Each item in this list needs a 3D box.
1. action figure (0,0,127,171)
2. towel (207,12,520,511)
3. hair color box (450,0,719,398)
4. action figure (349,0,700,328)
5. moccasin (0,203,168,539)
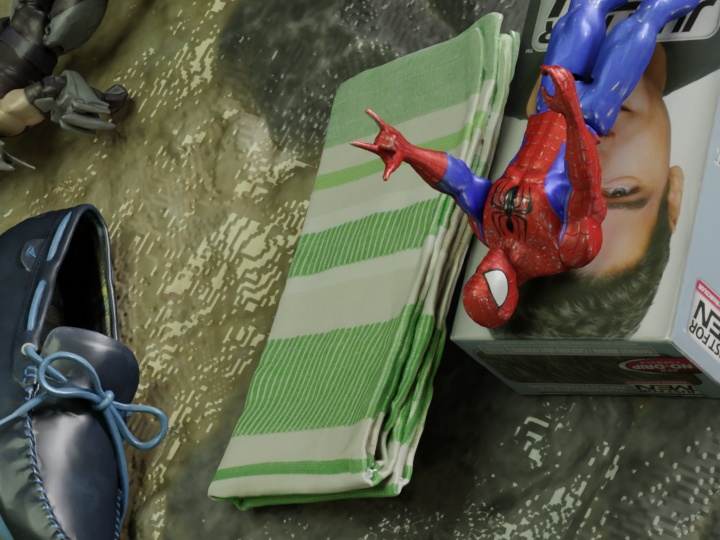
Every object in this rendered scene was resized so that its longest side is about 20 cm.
[{"bbox_3d":[-0.155,-0.121,1.170,0.130,0.069,0.200,33,91,36],"label":"action figure"},{"bbox_3d":[0.000,0.000,0.976,0.152,0.023,0.201,-16,55,60],"label":"towel"},{"bbox_3d":[0.111,-0.052,0.938,0.099,0.061,0.201,-1,65,36],"label":"hair color box"},{"bbox_3d":[0.070,-0.079,0.880,0.065,0.099,0.201,12,76,41],"label":"action figure"},{"bbox_3d":[-0.134,0.046,1.047,0.068,0.080,0.200,-32,51,20],"label":"moccasin"}]
